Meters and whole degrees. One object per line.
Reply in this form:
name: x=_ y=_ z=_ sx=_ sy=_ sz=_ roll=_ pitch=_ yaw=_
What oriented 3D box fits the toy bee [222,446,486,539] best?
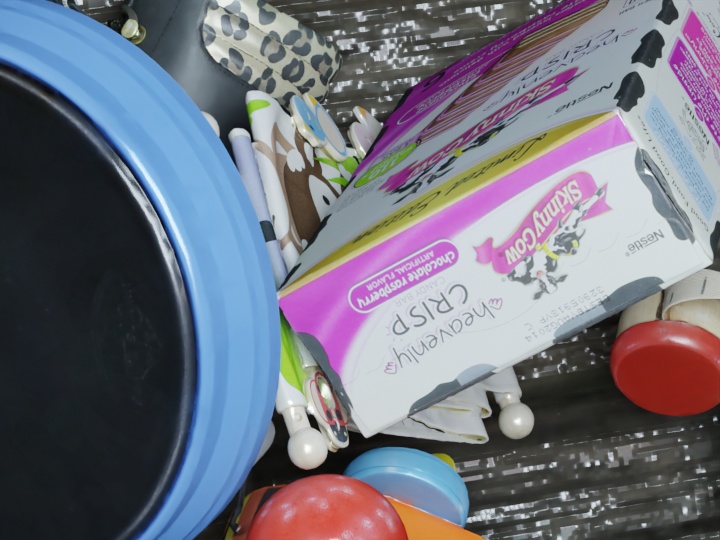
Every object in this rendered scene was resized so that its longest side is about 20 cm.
toy bee: x=-0.007 y=0.106 z=1.045 sx=0.200 sy=0.109 sz=0.131 roll=45 pitch=45 yaw=1

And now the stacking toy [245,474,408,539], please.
stacking toy: x=0.012 y=0.162 z=0.953 sx=0.085 sy=0.085 sz=0.201 roll=-20 pitch=103 yaw=-12

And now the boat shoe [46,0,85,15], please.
boat shoe: x=-0.107 y=-0.055 z=0.997 sx=0.200 sy=0.066 sz=0.075 roll=49 pitch=116 yaw=12

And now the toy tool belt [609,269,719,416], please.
toy tool belt: x=0.187 y=0.032 z=1.124 sx=0.199 sy=0.125 sz=0.123 roll=28 pitch=48 yaw=-15

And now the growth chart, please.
growth chart: x=0.000 y=0.000 z=1.030 sx=0.018 sy=0.200 sz=0.146 roll=-27 pitch=77 yaw=24

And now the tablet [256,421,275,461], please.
tablet: x=-0.138 y=0.095 z=1.045 sx=0.130 sy=0.014 sz=0.200 roll=37 pitch=101 yaw=-23

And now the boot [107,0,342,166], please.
boot: x=-0.115 y=-0.049 z=1.064 sx=0.203 sy=0.073 sz=0.155 roll=26 pitch=82 yaw=-17

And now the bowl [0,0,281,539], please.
bowl: x=-0.122 y=0.013 z=0.950 sx=0.199 sy=0.039 sz=0.202 roll=9 pitch=110 yaw=26

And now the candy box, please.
candy box: x=0.062 y=-0.036 z=1.002 sx=0.136 sy=0.200 sz=0.061 roll=-28 pitch=104 yaw=23
